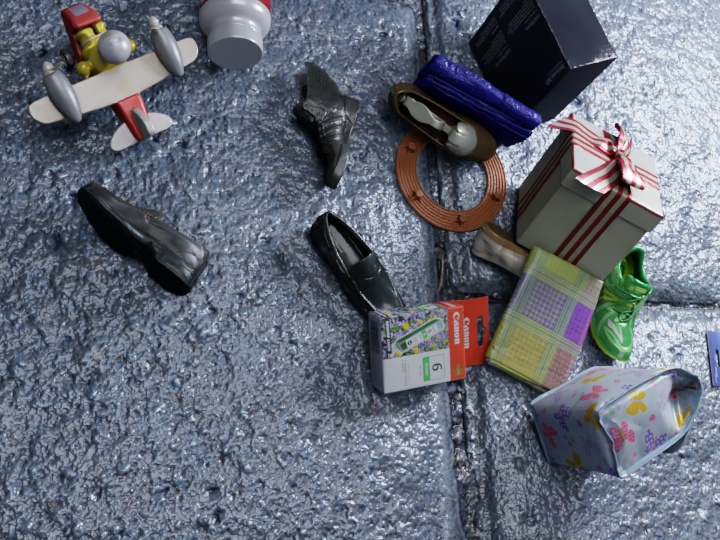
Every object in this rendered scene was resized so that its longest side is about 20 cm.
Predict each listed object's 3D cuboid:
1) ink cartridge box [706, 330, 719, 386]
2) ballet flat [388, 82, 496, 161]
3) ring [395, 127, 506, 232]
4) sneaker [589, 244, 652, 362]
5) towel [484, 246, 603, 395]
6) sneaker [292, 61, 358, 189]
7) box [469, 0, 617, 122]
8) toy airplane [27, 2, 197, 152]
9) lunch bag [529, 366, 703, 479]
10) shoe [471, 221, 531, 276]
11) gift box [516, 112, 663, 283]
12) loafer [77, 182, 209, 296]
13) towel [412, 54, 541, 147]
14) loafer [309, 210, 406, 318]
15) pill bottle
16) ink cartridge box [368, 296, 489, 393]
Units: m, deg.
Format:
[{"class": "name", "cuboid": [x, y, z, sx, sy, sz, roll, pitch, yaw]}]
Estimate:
[{"class": "ink cartridge box", "cuboid": [0.688, 0.156, 1.428, 0.197, 0.039, 0.101, 7, 69, -16]}, {"class": "ballet flat", "cuboid": [0.128, -0.231, 1.327, 0.199, 0.072, 0.068, 35, 107, -4]}, {"class": "ring", "cuboid": [0.152, -0.160, 1.365, 0.197, 0.019, 0.204, 7, 68, -17]}, {"class": "sneaker", "cuboid": [0.421, 0.046, 1.348, 0.073, 0.084, 0.203, 16, 67, -13]}, {"class": "towel", "cuboid": [0.281, 0.081, 1.283, 0.142, 0.023, 0.202, 26, 83, -14]}, {"class": "sneaker", "cuboid": [-0.063, -0.225, 1.293, 0.103, 0.060, 0.202, 18, 61, -13]}, {"class": "box", "cuboid": [0.296, -0.367, 1.390, 0.103, 0.200, 0.184, -17, 77, -24]}, {"class": "toy airplane", "cuboid": [-0.341, -0.271, 1.164, 0.196, 0.141, 0.203, 16, 66, -14]}, {"class": "lunch bag", "cuboid": [0.380, 0.208, 1.218, 0.198, 0.169, 0.129, -26, 96, -25]}, {"class": "shoe", "cuboid": [0.268, -0.012, 1.338, 0.198, 0.070, 0.054, 26, 109, -12]}, {"class": "gift box", "cuboid": [0.345, -0.120, 1.296, 0.198, 0.188, 0.186, 23, 41, -13]}, {"class": "loafer", "cuboid": [-0.297, -0.054, 1.146, 0.200, 0.073, 0.073, 43, 54, -11]}, {"class": "towel", "cuboid": [0.180, -0.265, 1.348, 0.198, 0.148, 0.050, 30, 83, -7]}, {"class": "loafer", "cuboid": [0.000, 0.000, 1.224, 0.068, 0.070, 0.201, -38, 87, -26]}, {"class": "pill bottle", "cuboid": [-0.193, -0.420, 1.286, 0.110, 0.112, 0.203, 3, 70, -18]}, {"class": "ink cartridge box", "cuboid": [0.112, 0.104, 1.214, 0.197, 0.050, 0.111, -7, 100, -21]}]
